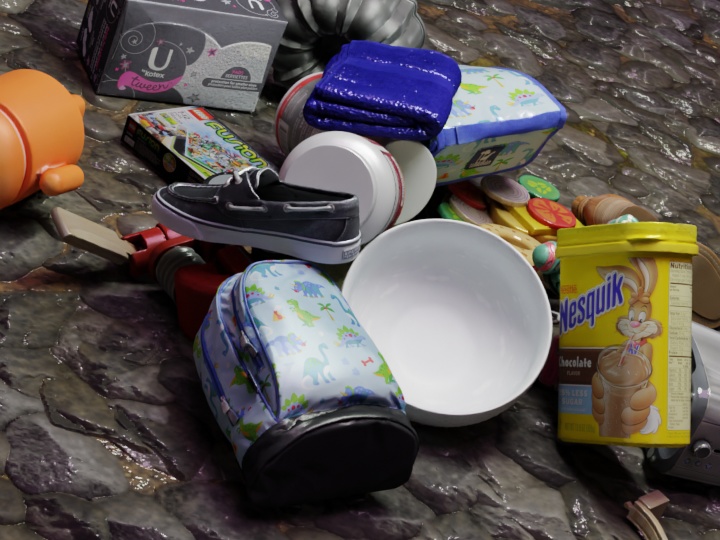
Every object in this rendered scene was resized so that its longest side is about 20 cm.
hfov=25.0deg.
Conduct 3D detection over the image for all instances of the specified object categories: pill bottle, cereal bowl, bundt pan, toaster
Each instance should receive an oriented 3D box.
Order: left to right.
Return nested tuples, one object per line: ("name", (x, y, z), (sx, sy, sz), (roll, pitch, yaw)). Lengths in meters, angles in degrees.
("bundt pan", (-0.027, -0.264, 1.922), (0.201, 0.202, 0.076), (21, 41, -2))
("pill bottle", (-0.019, -0.075, 1.549), (0.112, 0.113, 0.200), (25, 5, 5))
("pill bottle", (-0.005, -0.131, 1.753), (0.113, 0.115, 0.200), (3, 23, -31))
("cereal bowl", (0.074, 0.056, 1.519), (0.199, 0.083, 0.201), (3, 66, -7))
("toaster", (0.345, 0.130, 1.600), (0.129, 0.114, 0.200), (19, 27, -14))

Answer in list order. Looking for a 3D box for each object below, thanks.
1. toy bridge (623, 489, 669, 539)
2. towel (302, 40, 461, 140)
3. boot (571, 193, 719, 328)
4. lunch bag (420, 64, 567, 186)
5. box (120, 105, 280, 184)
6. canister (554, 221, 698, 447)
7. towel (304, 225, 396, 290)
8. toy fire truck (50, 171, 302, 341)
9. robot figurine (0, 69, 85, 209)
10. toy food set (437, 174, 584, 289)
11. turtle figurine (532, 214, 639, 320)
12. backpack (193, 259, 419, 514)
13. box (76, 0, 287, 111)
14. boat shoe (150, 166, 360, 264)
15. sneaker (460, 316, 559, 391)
("toy bridge", (0.304, 0.268, 1.423), (0.067, 0.027, 0.200), (-12, 44, -44))
("towel", (0.026, -0.193, 1.694), (0.147, 0.050, 0.200), (6, 25, 7))
("boot", (0.337, -0.020, 1.888), (0.200, 0.074, 0.155), (45, -4, -15))
("lunch bag", (0.111, -0.165, 1.829), (0.169, 0.128, 0.200), (-13, 11, -25))
("box", (-0.151, -0.106, 1.727), (0.200, 0.035, 0.110), (39, 33, 28))
("canister", (0.245, 0.061, 1.512), (0.086, 0.201, 0.148), (3, -4, -31))
("towel", (0.000, 0.000, 1.654), (0.199, 0.037, 0.148), (-11, 42, -44))
("toy fire truck", (-0.169, -0.008, 1.490), (0.199, 0.129, 0.176), (-17, 38, -22))
("robot figurine", (-0.338, -0.122, 1.541), (0.144, 0.116, 0.200), (62, 31, -7))
("toy food set", (0.179, -0.048, 1.844), (0.199, 0.049, 0.198), (-3, 37, -37))
("turtle figurine", (0.250, 0.005, 1.725), (0.199, 0.150, 0.101), (16, 13, -32))
("backpack", (-0.057, 0.087, 1.369), (0.162, 0.155, 0.200), (-2, 30, -31))
("box", (-0.206, -0.271, 1.865), (0.199, 0.133, 0.115), (5, 37, -28))
("boat shoe", (-0.093, -0.060, 1.424), (0.199, 0.068, 0.072), (14, 27, 23))
("sneaker", (0.175, 0.062, 1.630), (0.199, 0.074, 0.088), (12, 36, -8))
